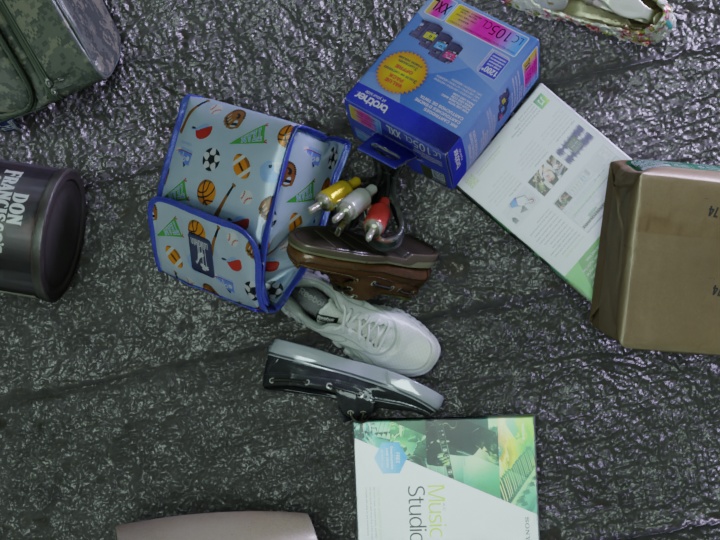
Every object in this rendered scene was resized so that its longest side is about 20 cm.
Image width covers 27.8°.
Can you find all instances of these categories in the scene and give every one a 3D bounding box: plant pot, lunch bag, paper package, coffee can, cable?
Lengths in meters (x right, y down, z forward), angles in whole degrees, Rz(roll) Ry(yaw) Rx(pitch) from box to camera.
[{"bbox_3d":[-0.138,0.333,1.550,0.200,0.187,0.187,-15,88,-9],"label":"plant pot"},{"bbox_3d":[-0.373,-0.265,1.561,0.168,0.139,0.200,-20,118,14],"label":"lunch bag"},{"bbox_3d":[0.352,-0.012,1.493,0.200,0.103,0.191,4,99,-9],"label":"paper package"},{"bbox_3d":[-0.417,-0.052,1.581,0.200,0.146,0.147,9,91,6],"label":"coffee can"},{"bbox_3d":[-0.128,-0.069,1.542,0.170,0.124,0.200,20,96,35],"label":"lunch bag"},{"bbox_3d":[0.025,-0.092,1.523,0.097,0.050,0.200,28,48,6],"label":"cable"}]

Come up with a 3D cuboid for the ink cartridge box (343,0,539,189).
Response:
[{"bbox_3d":[0.078,-0.178,1.518,0.136,0.076,0.200,30,72,23],"label":"ink cartridge box"}]

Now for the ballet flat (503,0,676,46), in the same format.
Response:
[{"bbox_3d":[0.242,-0.295,1.557,0.200,0.064,0.076,15,92,6],"label":"ballet flat"}]

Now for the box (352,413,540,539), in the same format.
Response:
[{"bbox_3d":[0.094,0.231,1.585,0.200,0.036,0.144,-3,90,5],"label":"box"}]

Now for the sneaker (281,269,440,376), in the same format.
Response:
[{"bbox_3d":[-0.009,0.058,1.574,0.200,0.081,0.075,26,91,4],"label":"sneaker"}]

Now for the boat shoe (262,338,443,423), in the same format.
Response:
[{"bbox_3d":[-0.013,0.132,1.574,0.200,0.070,0.066,17,80,8],"label":"boat shoe"}]

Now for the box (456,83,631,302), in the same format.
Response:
[{"bbox_3d":[0.222,-0.082,1.566,0.200,0.036,0.144,41,94,6],"label":"box"}]

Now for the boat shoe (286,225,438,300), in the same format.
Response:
[{"bbox_3d":[0.000,0.000,1.525,0.072,0.200,0.068,40,115,43],"label":"boat shoe"}]
